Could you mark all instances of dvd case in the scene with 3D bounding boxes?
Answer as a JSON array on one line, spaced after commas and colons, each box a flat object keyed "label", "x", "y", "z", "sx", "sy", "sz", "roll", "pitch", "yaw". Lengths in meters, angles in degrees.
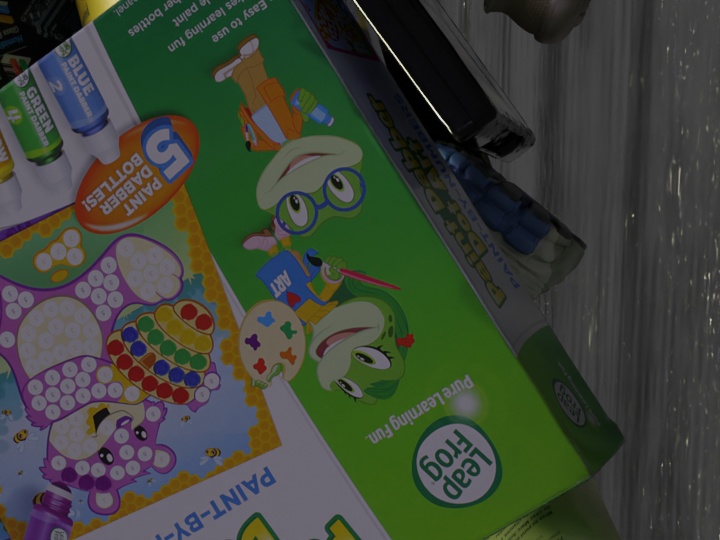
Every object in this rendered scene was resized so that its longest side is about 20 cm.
[{"label": "dvd case", "x": 0.006, "y": -0.099, "z": 0.710, "sx": 0.143, "sy": 0.018, "sz": 0.200, "roll": 54, "pitch": -173, "yaw": 4}]

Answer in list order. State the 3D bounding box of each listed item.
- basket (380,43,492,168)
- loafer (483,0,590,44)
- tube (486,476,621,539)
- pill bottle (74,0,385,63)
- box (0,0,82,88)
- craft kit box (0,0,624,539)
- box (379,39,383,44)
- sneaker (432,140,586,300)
[{"label": "basket", "x": -0.009, "y": 0.019, "z": 0.981, "sx": 0.200, "sy": 0.136, "sz": 0.180, "roll": 90, "pitch": 175, "yaw": -68}, {"label": "loafer", "x": 0.038, "y": -0.164, "z": 0.656, "sx": 0.076, "sy": 0.068, "sz": 0.200, "roll": 104, "pitch": 164, "yaw": -74}, {"label": "tube", "x": 0.051, "y": 0.078, "z": 0.712, "sx": 0.200, "sy": 0.052, "sz": 0.058, "roll": -101, "pitch": 5, "yaw": -64}, {"label": "pill bottle", "x": -0.066, "y": -0.144, "z": 0.852, "sx": 0.111, "sy": 0.111, "sz": 0.200, "roll": 105, "pitch": 150, "yaw": -75}, {"label": "box", "x": -0.127, "y": -0.122, "z": 0.905, "sx": 0.200, "sy": 0.046, "sz": 0.159, "roll": -31, "pitch": -79, "yaw": -47}, {"label": "craft kit box", "x": -0.054, "y": 0.024, "z": 0.674, "sx": 0.198, "sy": 0.200, "sz": 0.049, "roll": 56, "pitch": -158, "yaw": 0}, {"label": "box", "x": -0.028, "y": -0.199, "z": 0.919, "sx": 0.110, "sy": 0.035, "sz": 0.200, "roll": 41, "pitch": 147, "yaw": 38}, {"label": "sneaker", "x": 0.000, "y": 0.000, "z": 0.764, "sx": 0.085, "sy": 0.077, "sz": 0.200, "roll": -53, "pitch": 14, "yaw": -8}]
